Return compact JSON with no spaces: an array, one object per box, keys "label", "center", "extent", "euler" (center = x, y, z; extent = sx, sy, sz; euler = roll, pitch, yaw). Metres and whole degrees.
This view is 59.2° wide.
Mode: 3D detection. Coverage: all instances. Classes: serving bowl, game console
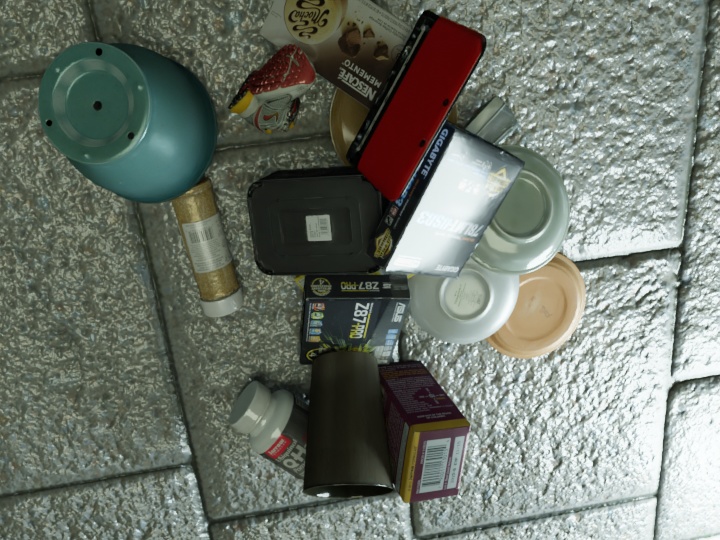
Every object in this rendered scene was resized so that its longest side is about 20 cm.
[{"label":"serving bowl","center":[0.165,0.030,1.027],"extent":[0.193,0.066,0.207],"euler":[0,106,1]},{"label":"game console","center":[0.081,-0.192,0.779],"extent":[0.118,0.171,0.203],"euler":[37,106,20]}]

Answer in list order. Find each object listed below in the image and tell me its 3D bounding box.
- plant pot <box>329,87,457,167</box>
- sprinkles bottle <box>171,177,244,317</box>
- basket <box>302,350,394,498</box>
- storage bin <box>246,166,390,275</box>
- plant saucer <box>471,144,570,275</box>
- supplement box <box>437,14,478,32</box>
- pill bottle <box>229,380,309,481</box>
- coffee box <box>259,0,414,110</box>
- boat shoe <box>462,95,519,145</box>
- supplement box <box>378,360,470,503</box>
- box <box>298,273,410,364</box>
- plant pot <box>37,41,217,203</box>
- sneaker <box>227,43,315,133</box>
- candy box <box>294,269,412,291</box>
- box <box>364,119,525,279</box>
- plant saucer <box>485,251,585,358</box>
[{"label":"plant pot","center":[0.049,-0.227,0.953],"extent":[0.193,0.028,0.206],"euler":[-3,110,-8]},{"label":"sprinkles bottle","center":[-0.232,-0.034,0.963],"extent":[0.066,0.069,0.206],"euler":[-12,112,-3]},{"label":"basket","center":[-0.022,0.242,1.000],"extent":[0.132,0.206,0.180],"euler":[-13,154,20]},{"label":"storage bin","center":[-0.055,-0.073,0.925],"extent":[0.193,0.094,0.140],"euler":[-1,107,14]},{"label":"plant saucer","center":[0.238,-0.097,0.975],"extent":[0.193,0.050,0.207],"euler":[1,85,-7]},{"label":"supplement box","center":[0.097,-0.249,0.902],"extent":[0.065,0.069,0.205],"euler":[16,110,-11]},{"label":"pill bottle","center":[-0.120,0.274,1.072],"extent":[0.198,0.111,0.111],"euler":[38,102,-20]},{"label":"coffee box","center":[-0.020,-0.306,0.842],"extent":[0.198,0.080,0.115],"euler":[36,105,10]},{"label":"boat shoe","center":[0.156,-0.160,0.937],"extent":[0.071,0.070,0.202],"euler":[40,97,-5]},{"label":"supplement box","center":[0.086,0.257,1.041],"extent":[0.100,0.200,0.135],"euler":[-2,113,-19]},{"label":"box","center":[-0.016,0.081,0.998],"extent":[0.156,0.050,0.202],"euler":[-1,143,-10]},{"label":"plant pot","center":[-0.298,-0.194,0.799],"extent":[0.193,0.188,0.207],"euler":[0,92,1]},{"label":"sneaker","center":[-0.105,-0.236,0.851],"extent":[0.081,0.198,0.079],"euler":[36,75,-25]},{"label":"candy box","center":[0.000,0.000,1.007],"extent":[0.197,0.027,0.103],"euler":[-31,108,20]},{"label":"box","center":[0.120,-0.088,0.871],"extent":[0.197,0.049,0.202],"euler":[7,115,-51]},{"label":"plant saucer","center":[0.297,0.061,1.095],"extent":[0.193,0.032,0.206],"euler":[-3,112,-7]}]
